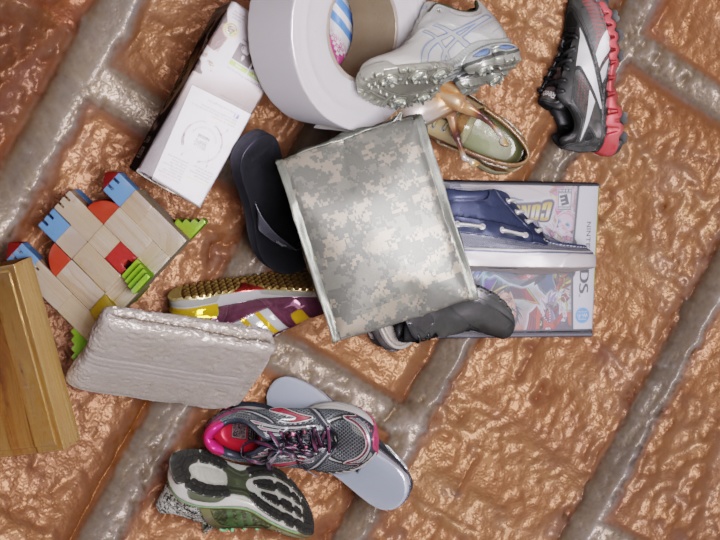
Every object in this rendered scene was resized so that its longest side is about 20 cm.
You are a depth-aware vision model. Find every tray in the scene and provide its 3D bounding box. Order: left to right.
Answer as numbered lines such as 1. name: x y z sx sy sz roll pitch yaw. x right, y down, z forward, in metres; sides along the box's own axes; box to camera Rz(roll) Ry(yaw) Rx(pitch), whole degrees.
1. tray: -0.369 0.094 1.420 0.097 0.037 0.203 -9 100 23

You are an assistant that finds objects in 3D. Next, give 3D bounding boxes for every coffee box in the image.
1. coffee box: -0.161 -0.175 1.428 0.079 0.113 0.202 29 88 -16

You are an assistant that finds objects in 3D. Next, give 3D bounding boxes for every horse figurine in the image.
1. horse figurine: 0.065 -0.156 1.460 0.198 0.050 0.134 -29 87 5

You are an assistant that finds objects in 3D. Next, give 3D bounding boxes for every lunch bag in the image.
1. lunch bag: 0.015 -0.049 1.385 0.162 0.118 0.203 -17 98 1

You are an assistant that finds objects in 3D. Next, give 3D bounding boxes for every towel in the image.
1. towel: -0.198 0.092 1.422 0.197 0.035 0.133 11 138 -26

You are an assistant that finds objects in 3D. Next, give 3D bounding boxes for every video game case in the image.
1. video game case: 0.184 -0.013 1.584 0.197 0.025 0.184 0 97 -15

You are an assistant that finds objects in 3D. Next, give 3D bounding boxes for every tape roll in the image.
1. tape roll: -0.020 -0.248 1.387 0.201 0.070 0.206 -12 107 -45

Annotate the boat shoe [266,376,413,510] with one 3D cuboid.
1. boat shoe: -0.020 0.190 1.532 0.198 0.068 0.074 34 100 9

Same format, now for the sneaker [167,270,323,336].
1. sneaker: -0.114 0.056 1.496 0.197 0.075 0.092 -4 107 -8

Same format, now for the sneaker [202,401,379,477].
1. sneaker: -0.076 0.188 1.472 0.197 0.075 0.082 -2 93 15

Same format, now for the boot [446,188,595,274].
1. boot: 0.179 -0.045 1.531 0.197 0.073 0.092 2 82 -23

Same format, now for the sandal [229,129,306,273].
1. sandal: -0.089 -0.062 1.445 0.076 0.043 0.201 -47 143 -19

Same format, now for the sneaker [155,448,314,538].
1. sneaker: -0.144 0.265 1.522 0.198 0.078 0.089 25 128 -25

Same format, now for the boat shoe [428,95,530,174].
1. boat shoe: 0.109 -0.172 1.519 0.198 0.074 0.077 24 90 -16

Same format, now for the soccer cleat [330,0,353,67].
1. soccer cleat: -0.012 -0.258 1.479 0.085 0.070 0.203 -8 99 -15

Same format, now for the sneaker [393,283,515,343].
1. sneaker: 0.081 0.045 1.502 0.198 0.076 0.092 22 78 -19

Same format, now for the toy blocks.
1. toy blocks: -0.280 -0.027 1.434 0.137 0.100 0.200 44 94 -2

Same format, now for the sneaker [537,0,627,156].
1. sneaker: 0.250 -0.229 1.551 0.096 0.071 0.204 -8 100 -16

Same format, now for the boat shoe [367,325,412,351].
1. boat shoe: 0.000 0.000 1.524 0.066 0.057 0.202 -28 99 -30

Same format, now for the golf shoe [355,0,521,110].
1. golf shoe: 0.068 -0.229 1.398 0.198 0.078 0.098 -14 74 -34
